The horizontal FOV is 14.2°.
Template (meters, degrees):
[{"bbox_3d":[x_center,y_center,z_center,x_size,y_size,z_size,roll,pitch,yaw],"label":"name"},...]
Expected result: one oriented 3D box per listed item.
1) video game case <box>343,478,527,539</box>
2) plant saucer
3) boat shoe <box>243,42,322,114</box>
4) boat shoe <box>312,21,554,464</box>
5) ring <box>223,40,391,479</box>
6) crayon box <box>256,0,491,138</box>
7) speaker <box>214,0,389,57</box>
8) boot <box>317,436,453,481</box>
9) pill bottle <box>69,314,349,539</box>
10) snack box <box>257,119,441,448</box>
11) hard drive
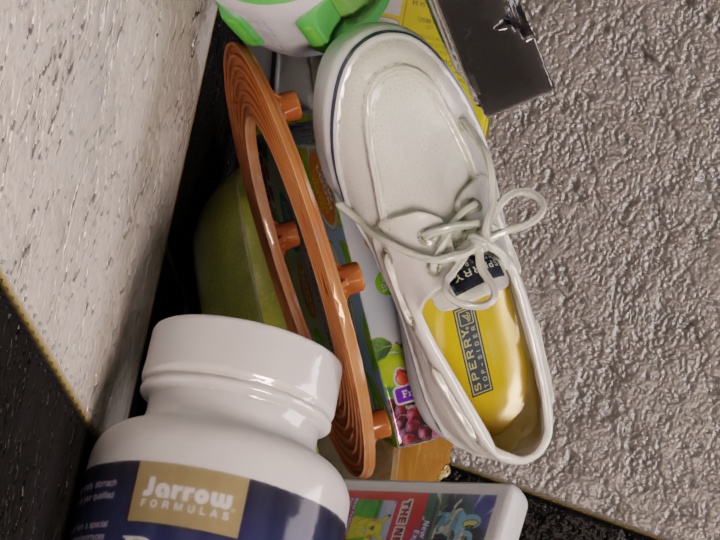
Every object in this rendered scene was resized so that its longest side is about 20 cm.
[{"bbox_3d":[-0.024,0.193,1.409,0.023,0.182,0.201,49,50,-44],"label":"video game case"},{"bbox_3d":[-0.048,0.051,1.376,0.200,0.031,0.201,-14,90,-88],"label":"plant saucer"},{"bbox_3d":[-0.017,-0.156,1.412,0.071,0.070,0.200,-74,173,-50],"label":"boat shoe"},{"bbox_3d":[0.039,-0.005,1.213,0.086,0.074,0.203,31,-41,63],"label":"boat shoe"},{"bbox_3d":[-0.023,-0.006,1.270,0.200,0.019,0.201,163,-90,-81],"label":"ring"},{"bbox_3d":[0.005,-0.081,1.516,0.051,0.126,0.201,-21,122,-85],"label":"crayon box"},{"bbox_3d":[-0.030,-0.139,1.199,0.200,0.088,0.089,29,71,-85],"label":"speaker"},{"bbox_3d":[0.011,0.098,1.635,0.144,0.071,0.202,-47,162,-42],"label":"boot"},{"bbox_3d":[-0.066,0.125,1.172,0.111,0.111,0.201,87,13,-72],"label":"pill bottle"},{"bbox_3d":[0.000,0.000,1.372,0.200,0.053,0.143,-163,-123,-77],"label":"snack box"},{"bbox_3d":[0.023,-0.174,1.216,0.200,0.038,0.140,-108,175,-50],"label":"hard drive"}]
